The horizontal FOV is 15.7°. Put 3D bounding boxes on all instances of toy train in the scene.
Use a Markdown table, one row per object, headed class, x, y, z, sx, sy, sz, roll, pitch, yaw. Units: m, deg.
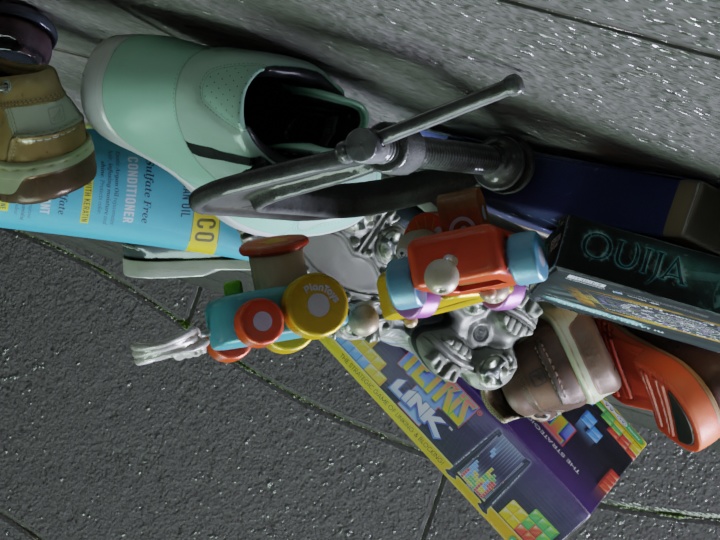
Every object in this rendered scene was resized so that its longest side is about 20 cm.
| class | x | y | z | sx | sy | sz | roll | pitch | yaw |
| --- | --- | --- | --- | --- | --- | --- | --- | --- | --- |
| toy train | -0.002 | -0.001 | 1.180 | 0.199 | 0.056 | 0.150 | -12 | 173 | 21 |

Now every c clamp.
| class | x | y | z | sx | sy | sz | roll | pitch | yaw |
| --- | --- | --- | --- | --- | --- | --- | --- | --- | --- |
| c clamp | 0.017 | -0.042 | 1.135 | 0.170 | 0.027 | 0.200 | -15 | 174 | 18 |

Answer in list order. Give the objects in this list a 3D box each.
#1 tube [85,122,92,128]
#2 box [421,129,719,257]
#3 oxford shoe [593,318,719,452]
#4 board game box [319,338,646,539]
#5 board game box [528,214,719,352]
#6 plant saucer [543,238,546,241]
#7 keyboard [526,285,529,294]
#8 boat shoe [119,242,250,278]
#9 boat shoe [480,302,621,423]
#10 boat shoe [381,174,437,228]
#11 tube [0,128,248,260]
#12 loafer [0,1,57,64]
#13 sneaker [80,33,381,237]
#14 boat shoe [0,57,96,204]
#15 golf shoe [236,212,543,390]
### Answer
| class | x | y | z | sx | sy | sz | roll | pitch | yaw |
| --- | --- | --- | --- | --- | --- | --- | --- | --- | --- |
| tube | -0.109 | -0.073 | 1.592 | 0.058 | 0.052 | 0.200 | 56 | 167 | -19 |
| box | 0.121 | -0.025 | 1.232 | 0.121 | 0.033 | 0.200 | 22 | 176 | -40 |
| oxford shoe | 0.185 | 0.043 | 1.586 | 0.200 | 0.072 | 0.071 | 46 | 161 | 55 |
| board game box | 0.078 | 0.073 | 1.625 | 0.200 | 0.057 | 0.165 | 47 | -160 | 4 |
| board game box | 0.177 | 0.021 | 1.172 | 0.199 | 0.028 | 0.135 | 16 | 174 | -1 |
| plant saucer | 0.182 | 0.013 | 1.415 | 0.199 | 0.036 | 0.200 | 19 | 177 | 1 |
| keyboard | 0.092 | 0.006 | 1.421 | 0.056 | 0.011 | 0.200 | 23 | 176 | -22 |
| boat shoe | -0.054 | -0.033 | 1.628 | 0.199 | 0.062 | 0.073 | -5 | -173 | 8 |
| boat shoe | 0.103 | 0.054 | 1.533 | 0.075 | 0.075 | 0.202 | 64 | -179 | 5 |
| boat shoe | -0.039 | -0.046 | 1.472 | 0.199 | 0.062 | 0.075 | 23 | 176 | -36 |
| tube | -0.126 | -0.045 | 1.391 | 0.199 | 0.078 | 0.050 | 3 | -168 | -14 |
| loafer | -0.248 | -0.091 | 1.381 | 0.199 | 0.063 | 0.072 | -9 | 152 | 27 |
| sneaker | -0.028 | -0.054 | 1.244 | 0.118 | 0.074 | 0.200 | 12 | 173 | 40 |
| boat shoe | -0.203 | -0.090 | 1.265 | 0.199 | 0.077 | 0.072 | 13 | -148 | 40 |
| golf shoe | 0.000 | 0.000 | 1.411 | 0.200 | 0.078 | 0.097 | 33 | 180 | -32 |
